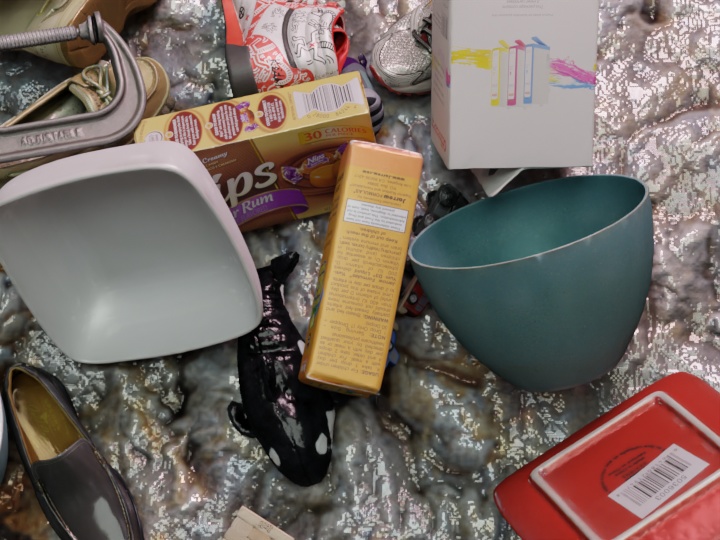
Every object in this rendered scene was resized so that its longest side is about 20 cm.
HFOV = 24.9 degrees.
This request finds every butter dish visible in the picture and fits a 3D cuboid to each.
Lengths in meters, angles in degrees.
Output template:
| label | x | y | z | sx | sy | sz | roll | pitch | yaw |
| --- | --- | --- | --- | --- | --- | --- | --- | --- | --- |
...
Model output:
| label | x | y | z | sx | sy | sz | roll | pitch | yaw |
| --- | --- | --- | --- | --- | --- | --- | --- | --- | --- |
| butter dish | 0.237 | 0.205 | 1.275 | 0.200 | 0.148 | 0.199 | -31 | 27 | -7 |

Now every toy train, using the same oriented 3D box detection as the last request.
| label | x | y | z | sx | sy | sz | roll | pitch | yaw |
| --- | --- | --- | --- | --- | --- | --- | --- | --- | --- |
| toy train | 0.040 | 0.016 | 1.407 | 0.046 | 0.034 | 0.201 | 36 | 72 | -20 |

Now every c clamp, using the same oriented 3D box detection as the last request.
| label | x | y | z | sx | sy | sz | roll | pitch | yaw |
| --- | --- | --- | --- | --- | --- | --- | --- | --- | --- |
| c clamp | -0.283 | -0.172 | 1.369 | 0.199 | 0.027 | 0.172 | -5 | 71 | -12 |

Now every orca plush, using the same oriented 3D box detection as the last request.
| label | x | y | z | sx | sy | sz | roll | pitch | yaw |
| --- | --- | --- | --- | --- | --- | --- | --- | --- | --- |
| orca plush | -0.062 | 0.077 | 1.374 | 0.105 | 0.071 | 0.201 | 1 | 70 | 5 |

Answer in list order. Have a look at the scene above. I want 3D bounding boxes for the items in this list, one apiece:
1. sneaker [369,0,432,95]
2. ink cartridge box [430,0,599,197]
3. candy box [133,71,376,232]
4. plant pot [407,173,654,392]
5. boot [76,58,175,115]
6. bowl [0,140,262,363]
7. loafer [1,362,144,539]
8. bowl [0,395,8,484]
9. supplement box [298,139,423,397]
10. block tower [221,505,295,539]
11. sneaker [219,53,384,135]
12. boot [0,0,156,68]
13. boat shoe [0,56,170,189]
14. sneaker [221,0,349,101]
| label | x | y | z | sx | sy | sz | roll | pitch | yaw |
| --- | --- | --- | --- | --- | --- | --- | --- | --- | --- |
| sneaker | 0.089 | -0.236 | 1.468 | 0.200 | 0.082 | 0.078 | -38 | 72 | -8 |
| ink cartridge box | 0.127 | -0.172 | 1.381 | 0.125 | 0.129 | 0.201 | -1 | 108 | -3 |
| candy box | -0.085 | -0.095 | 1.409 | 0.199 | 0.117 | 0.057 | -13 | 52 | -1 |
| plant pot | 0.152 | 0.019 | 1.334 | 0.199 | 0.200 | 0.135 | -18 | 107 | -2 |
| boot | -0.279 | -0.121 | 1.463 | 0.199 | 0.072 | 0.155 | 17 | 73 | 5 |
| bowl | -0.190 | -0.023 | 1.359 | 0.199 | 0.200 | 0.075 | -11 | 41 | 17 |
| loafer | -0.246 | 0.165 | 1.357 | 0.073 | 0.072 | 0.200 | -34 | 72 | -8 |
| bowl | -0.373 | 0.147 | 1.351 | 0.200 | 0.105 | 0.202 | -3 | 72 | 8 |
| supplement box | 0.000 | 0.000 | 1.340 | 0.068 | 0.067 | 0.201 | 10 | 81 | -6 |
| block tower | -0.123 | 0.293 | 1.312 | 0.058 | 0.054 | 0.200 | 30 | 76 | 15 |
| sneaker | -0.081 | -0.142 | 1.468 | 0.199 | 0.075 | 0.088 | -10 | 48 | -3 |
| boot | -0.274 | -0.263 | 1.510 | 0.155 | 0.073 | 0.200 | 8 | 48 | 27 |
| boat shoe | -0.251 | -0.125 | 1.396 | 0.200 | 0.063 | 0.073 | -30 | 76 | -13 |
| sneaker | -0.068 | -0.222 | 1.459 | 0.107 | 0.067 | 0.202 | -10 | 41 | 0 |
